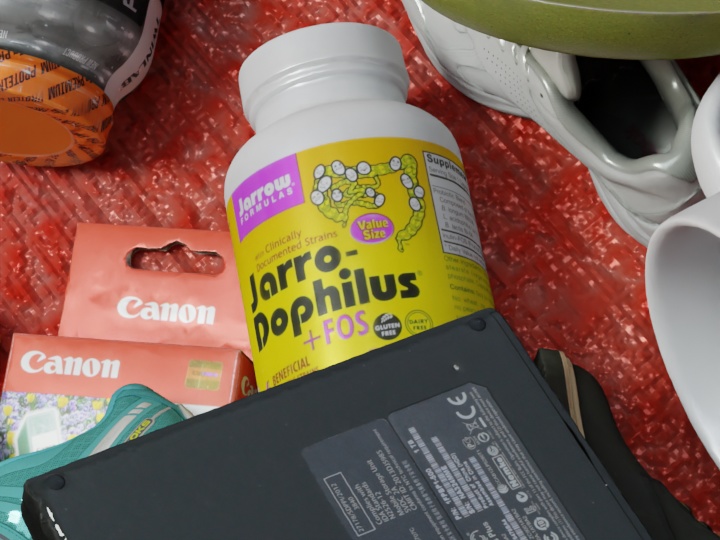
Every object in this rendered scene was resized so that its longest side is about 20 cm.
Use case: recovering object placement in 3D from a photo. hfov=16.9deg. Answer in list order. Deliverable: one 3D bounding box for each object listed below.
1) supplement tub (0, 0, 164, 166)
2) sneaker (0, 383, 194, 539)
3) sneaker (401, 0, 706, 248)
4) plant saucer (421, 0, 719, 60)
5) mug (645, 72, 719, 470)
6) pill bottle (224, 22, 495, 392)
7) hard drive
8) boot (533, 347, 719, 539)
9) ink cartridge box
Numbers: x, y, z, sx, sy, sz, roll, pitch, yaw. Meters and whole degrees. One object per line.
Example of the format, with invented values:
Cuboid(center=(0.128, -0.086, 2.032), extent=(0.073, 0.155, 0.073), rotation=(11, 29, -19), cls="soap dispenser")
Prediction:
Cuboid(center=(-0.145, -0.156, 1.106), extent=(0.122, 0.123, 0.200), rotation=(3, 72, 16), cls="supplement tub")
Cuboid(center=(-0.145, 0.122, 0.984), extent=(0.200, 0.078, 0.080), rotation=(-34, 57, -9), cls="sneaker")
Cuboid(center=(0.088, -0.096, 1.033), extent=(0.200, 0.099, 0.078), rotation=(41, 85, 24), cls="sneaker")
Cuboid(center=(0.099, -0.127, 0.993), extent=(0.200, 0.200, 0.031), rotation=(14, 118, 19), cls="plant saucer")
Cuboid(center=(0.210, -0.011, 0.939), extent=(0.175, 0.148, 0.200), rotation=(-26, 67, -16), cls="mug")
Cuboid(center=(0.000, 0.000, 1.019), extent=(0.104, 0.104, 0.200), rotation=(-16, 67, 9), cls="pill bottle")
Cuboid(center=(-0.004, 0.102, 0.876), extent=(0.200, 0.033, 0.140), rotation=(-19, 60, -25), cls="hard drive")
Cuboid(center=(0.139, 0.119, 0.969), extent=(0.138, 0.077, 0.200), rotation=(0, 50, -12), cls="boot")
Cuboid(center=(-0.100, 0.069, 1.049), extent=(0.109, 0.050, 0.200), rotation=(3, 73, 16), cls="ink cartridge box")
